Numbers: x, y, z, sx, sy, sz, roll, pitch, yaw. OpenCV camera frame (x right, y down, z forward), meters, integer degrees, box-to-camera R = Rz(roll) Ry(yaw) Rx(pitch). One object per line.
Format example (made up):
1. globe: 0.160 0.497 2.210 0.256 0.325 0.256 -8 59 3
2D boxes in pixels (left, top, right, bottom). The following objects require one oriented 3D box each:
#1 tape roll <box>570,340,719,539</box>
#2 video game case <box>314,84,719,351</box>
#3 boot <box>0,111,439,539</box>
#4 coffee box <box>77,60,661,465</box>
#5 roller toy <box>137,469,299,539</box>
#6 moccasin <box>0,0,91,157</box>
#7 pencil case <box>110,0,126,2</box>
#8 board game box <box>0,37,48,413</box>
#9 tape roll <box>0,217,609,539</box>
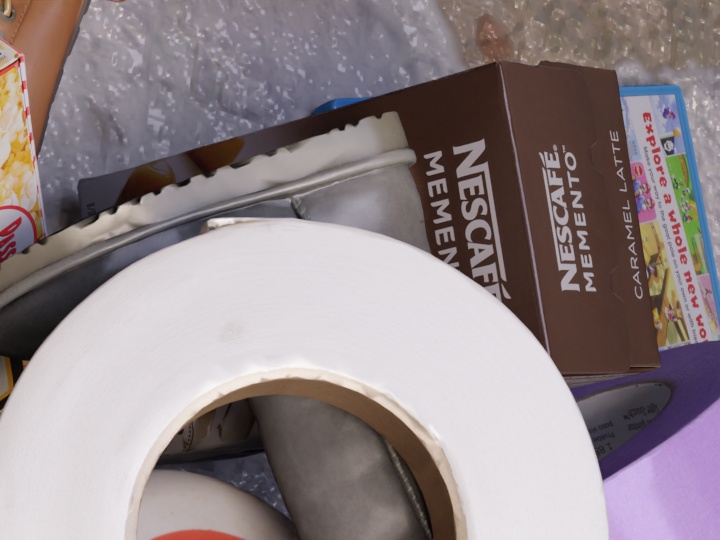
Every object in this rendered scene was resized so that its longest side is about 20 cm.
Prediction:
1. tape roll: 0.072 0.101 1.136 0.200 0.200 0.066 -33 98 -38
2. video game case: 0.074 -0.006 1.280 0.199 0.018 0.144 -5 81 -38
3. boot: -0.022 0.065 0.988 0.181 0.073 0.201 -20 88 -6
4. coffee box: 0.000 0.000 1.098 0.080 0.199 0.115 1 77 -54
5. roller toy: -0.088 0.169 1.037 0.200 0.139 0.183 -21 89 -48
6. moccasin: -0.149 -0.099 1.105 0.078 0.073 0.202 25 74 -39
7. pencil case: -0.159 -0.154 1.038 0.199 0.087 0.083 15 82 5
8. board game box: -0.190 0.024 0.983 0.200 0.046 0.152 -35 143 -29
9. tape roll: -0.022 0.085 0.929 0.202 0.037 0.204 2 79 -10
